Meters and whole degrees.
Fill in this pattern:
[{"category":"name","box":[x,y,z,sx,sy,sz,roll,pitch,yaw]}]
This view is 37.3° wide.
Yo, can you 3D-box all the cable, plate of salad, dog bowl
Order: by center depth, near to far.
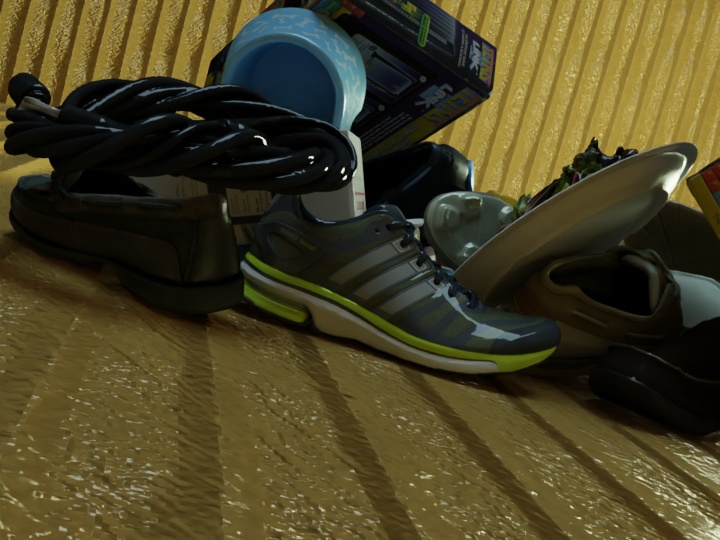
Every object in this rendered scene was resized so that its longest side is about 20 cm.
[{"category":"cable","box":[-0.088,-0.076,0.575,0.197,0.052,0.163,5,11,-22]},{"category":"plate of salad","box":[0.132,-0.032,0.710,0.199,0.199,0.048,6,52,-62]},{"category":"dog bowl","box":[-0.062,-0.092,0.802,0.110,0.203,0.050,13,22,3]}]

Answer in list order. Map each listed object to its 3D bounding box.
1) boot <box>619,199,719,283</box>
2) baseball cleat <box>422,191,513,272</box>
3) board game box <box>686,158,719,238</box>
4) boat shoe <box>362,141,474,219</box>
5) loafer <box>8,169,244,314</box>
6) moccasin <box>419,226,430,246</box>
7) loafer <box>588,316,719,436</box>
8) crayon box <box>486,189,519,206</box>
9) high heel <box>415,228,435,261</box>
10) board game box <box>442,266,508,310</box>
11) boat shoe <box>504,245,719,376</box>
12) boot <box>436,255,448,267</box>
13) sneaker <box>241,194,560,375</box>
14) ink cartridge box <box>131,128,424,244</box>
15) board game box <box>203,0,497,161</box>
[{"category":"boot","box":[0.300,0.013,0.872,0.198,0.073,0.155,28,-3,9]},{"category":"baseball cleat","box":[0.118,-0.010,0.856,0.198,0.071,0.106,21,-9,-26]},{"category":"board game box","box":[0.283,0.013,0.664,0.202,0.056,0.165,61,22,4]},{"category":"boat shoe","box":[-0.005,-0.067,0.877,0.198,0.085,0.068,-24,-34,26]},{"category":"loafer","box":[-0.133,-0.035,0.602,0.199,0.064,0.071,22,26,40]},{"category":"moccasin","box":[0.013,-0.046,0.952,0.073,0.079,0.200,10,-15,-34]},{"category":"loafer","box":[0.216,0.061,0.688,0.072,0.072,0.199,21,7,42]},{"category":"crayon box","box":[0.185,-0.008,1.070,0.198,0.052,0.126,22,-23,26]},{"category":"high heel","box":[0.000,0.000,0.802,0.094,0.068,0.200,0,7,-3]},{"category":"board game box","box":[0.125,0.036,0.869,0.125,0.035,0.199,13,6,-33]},{"category":"boat shoe","box":[0.187,0.025,0.725,0.198,0.069,0.075,-7,48,-32]},{"category":"boot","box":[0.038,-0.038,1.037,0.145,0.071,0.200,31,-17,-4]},{"category":"sneaker","box":[0.024,0.006,0.623,0.197,0.082,0.074,16,6,-1]},{"category":"ink cartridge box","box":[-0.058,-0.054,0.719,0.197,0.068,0.116,-5,4,4]},{"category":"board game box","box":[-0.013,-0.161,0.887,0.164,0.057,0.199,27,-34,-30]}]
